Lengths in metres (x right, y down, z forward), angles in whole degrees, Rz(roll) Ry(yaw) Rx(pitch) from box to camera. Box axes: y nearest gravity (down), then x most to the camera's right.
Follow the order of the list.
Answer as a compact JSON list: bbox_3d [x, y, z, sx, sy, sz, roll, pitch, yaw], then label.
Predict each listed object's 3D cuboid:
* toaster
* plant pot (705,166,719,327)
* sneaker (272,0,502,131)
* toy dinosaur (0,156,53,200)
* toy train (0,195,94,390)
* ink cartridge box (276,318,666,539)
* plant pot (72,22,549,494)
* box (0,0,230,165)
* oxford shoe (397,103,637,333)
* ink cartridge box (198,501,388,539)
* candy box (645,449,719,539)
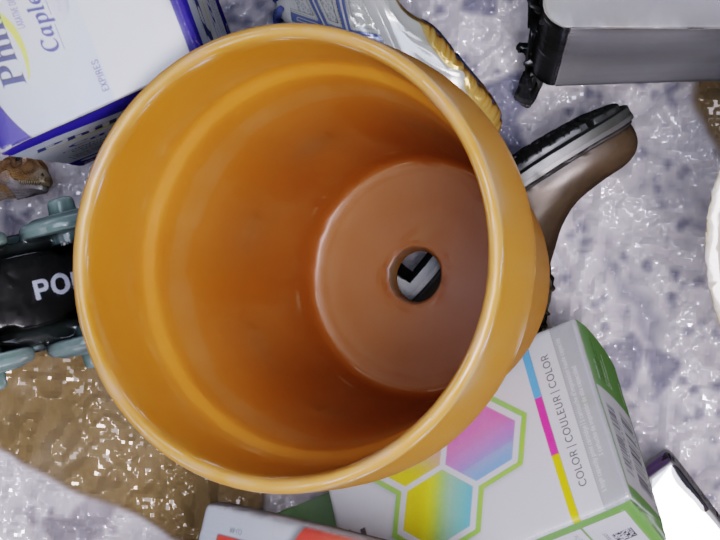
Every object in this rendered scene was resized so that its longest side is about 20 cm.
[{"bbox_3d":[0.135,-0.182,1.173,0.119,0.200,0.181,2,84,2],"label":"toaster"},{"bbox_3d":[0.263,-0.019,1.156,0.200,0.183,0.201,1,96,8],"label":"plant pot"},{"bbox_3d":[-0.019,-0.123,1.232,0.088,0.075,0.200,-38,92,7],"label":"sneaker"},{"bbox_3d":[-0.255,-0.014,1.275,0.200,0.060,0.106,-10,78,-5],"label":"toy dinosaur"},{"bbox_3d":[-0.145,0.008,1.204,0.200,0.114,0.085,-15,90,-20],"label":"toy train"},{"bbox_3d":[0.039,0.115,1.207,0.200,0.059,0.104,-24,54,15],"label":"ink cartridge box"},{"bbox_3d":[0.000,0.000,1.120,0.200,0.183,0.200,-2,86,22],"label":"plant pot"},{"bbox_3d":[-0.139,-0.156,1.181,0.105,0.200,0.184,-21,90,4],"label":"box"},{"bbox_3d":[0.075,-0.002,1.237,0.084,0.073,0.200,45,106,-1],"label":"oxford shoe"},{"bbox_3d":[-0.033,0.218,1.141,0.162,0.050,0.200,7,77,47],"label":"ink cartridge box"},{"bbox_3d":[0.150,0.219,1.233,0.168,0.072,0.200,-38,88,5],"label":"candy box"}]
